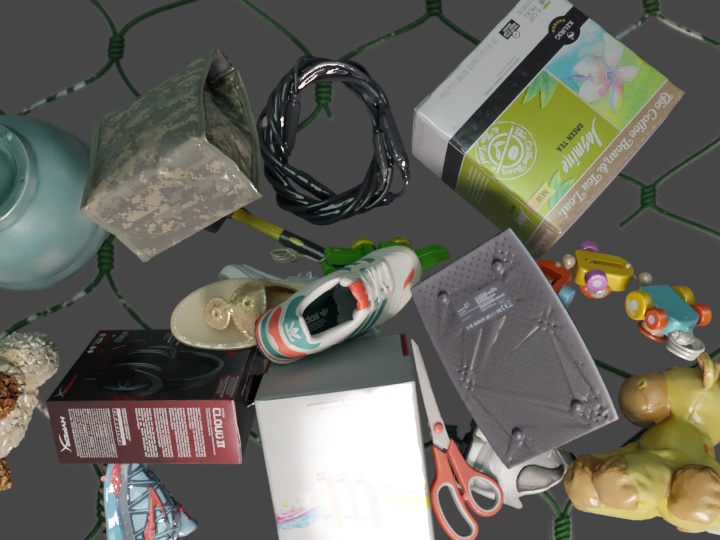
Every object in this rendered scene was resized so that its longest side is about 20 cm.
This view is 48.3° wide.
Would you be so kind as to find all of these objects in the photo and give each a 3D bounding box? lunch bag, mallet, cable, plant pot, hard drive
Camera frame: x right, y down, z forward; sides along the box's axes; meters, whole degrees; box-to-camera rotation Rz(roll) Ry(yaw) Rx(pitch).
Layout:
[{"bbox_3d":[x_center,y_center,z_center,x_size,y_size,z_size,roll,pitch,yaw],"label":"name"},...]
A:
[{"bbox_3d":[-0.200,-0.136,0.866,0.164,0.118,0.200,-27,46,18],"label":"lunch bag"},{"bbox_3d":[-0.092,-0.052,0.911,0.199,0.041,0.066,19,78,1],"label":"mallet"},{"bbox_3d":[-0.039,-0.152,0.923,0.163,0.051,0.200,-21,82,4],"label":"cable"},{"bbox_3d":[-0.391,-0.087,0.880,0.200,0.134,0.201,0,79,2],"label":"plant pot"},{"bbox_3d":[0.147,0.074,0.774,0.135,0.042,0.200,-33,79,26],"label":"hard drive"}]

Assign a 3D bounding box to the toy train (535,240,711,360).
[{"bbox_3d":[0.254,0.039,0.831,0.200,0.056,0.150,26,38,20],"label":"toy train"}]

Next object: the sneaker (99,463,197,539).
[{"bbox_3d":[-0.221,0.257,0.848,0.095,0.079,0.201,-3,86,-11],"label":"sneaker"}]

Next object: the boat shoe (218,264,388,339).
[{"bbox_3d":[-0.060,0.043,0.879,0.201,0.070,0.072,32,64,9],"label":"boat shoe"}]

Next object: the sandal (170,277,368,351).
[{"bbox_3d":[-0.086,0.033,0.804,0.211,0.070,0.078,-1,68,-7],"label":"sandal"}]

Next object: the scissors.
[{"bbox_3d":[0.075,0.171,0.793,0.073,0.014,0.200,-30,92,-16],"label":"scissors"}]

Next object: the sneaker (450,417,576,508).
[{"bbox_3d":[0.184,0.155,0.843,0.115,0.075,0.200,25,92,2],"label":"sneaker"}]

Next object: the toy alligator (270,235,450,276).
[{"bbox_3d":[0.000,0.000,0.873,0.199,0.059,0.054,-2,121,-14],"label":"toy alligator"}]

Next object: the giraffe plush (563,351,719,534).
[{"bbox_3d":[0.309,0.165,0.789,0.199,0.173,0.163,14,72,-9],"label":"giraffe plush"}]

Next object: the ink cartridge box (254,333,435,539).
[{"bbox_3d":[-0.010,0.183,0.774,0.144,0.145,0.201,-7,103,1],"label":"ink cartridge box"}]

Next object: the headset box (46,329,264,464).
[{"bbox_3d":[-0.189,0.124,0.816,0.199,0.149,0.077,-2,113,4],"label":"headset box"}]

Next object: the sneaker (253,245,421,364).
[{"bbox_3d":[-0.001,0.028,0.765,0.200,0.093,0.070,-26,92,-32],"label":"sneaker"}]

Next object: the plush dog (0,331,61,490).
[{"bbox_3d":[-0.416,0.151,0.817,0.199,0.172,0.161,-14,79,0],"label":"plush dog"}]

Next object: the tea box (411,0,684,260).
[{"bbox_3d":[0.191,-0.156,0.862,0.197,0.134,0.200,41,83,8],"label":"tea box"}]
